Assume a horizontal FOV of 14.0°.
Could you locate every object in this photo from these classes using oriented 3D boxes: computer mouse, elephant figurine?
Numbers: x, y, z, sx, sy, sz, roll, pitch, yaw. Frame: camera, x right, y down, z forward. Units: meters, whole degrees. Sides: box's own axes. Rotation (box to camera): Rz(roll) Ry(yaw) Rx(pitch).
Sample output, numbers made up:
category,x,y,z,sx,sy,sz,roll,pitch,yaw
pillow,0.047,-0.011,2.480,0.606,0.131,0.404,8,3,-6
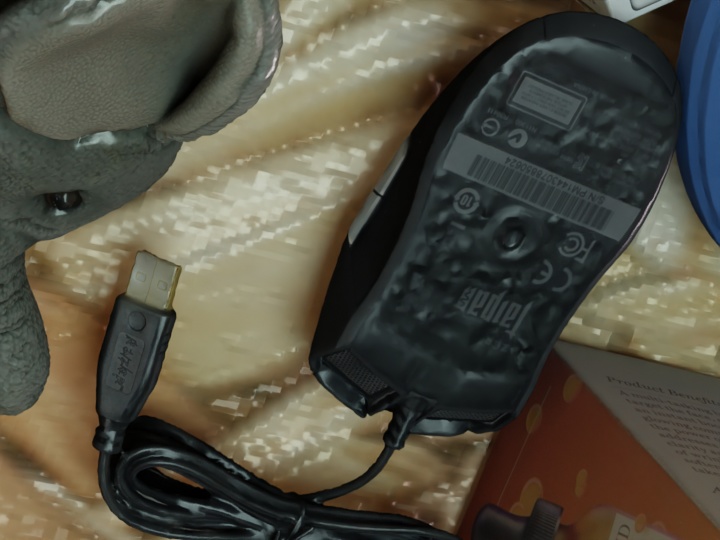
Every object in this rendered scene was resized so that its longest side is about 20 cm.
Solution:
category,x,y,z,sx,sy,sz,roll,pitch,yaw
computer mouse,0.000,0.000,0.866,0.140,0.046,0.201,16,111,-21
elephant figurine,-0.086,-0.072,0.767,0.200,0.154,0.142,45,49,-40

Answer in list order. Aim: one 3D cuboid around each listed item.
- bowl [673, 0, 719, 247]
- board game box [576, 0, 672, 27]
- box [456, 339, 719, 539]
category,x,y,z,sx,sy,sz,roll,pitch,yaw
bowl,0.187,-0.069,0.876,0.199,0.039,0.202,-16,129,-22
board game box,0.095,-0.183,0.821,0.126,0.035,0.201,-24,118,-10
box,0.105,0.136,0.869,0.106,0.200,0.153,14,107,-26
